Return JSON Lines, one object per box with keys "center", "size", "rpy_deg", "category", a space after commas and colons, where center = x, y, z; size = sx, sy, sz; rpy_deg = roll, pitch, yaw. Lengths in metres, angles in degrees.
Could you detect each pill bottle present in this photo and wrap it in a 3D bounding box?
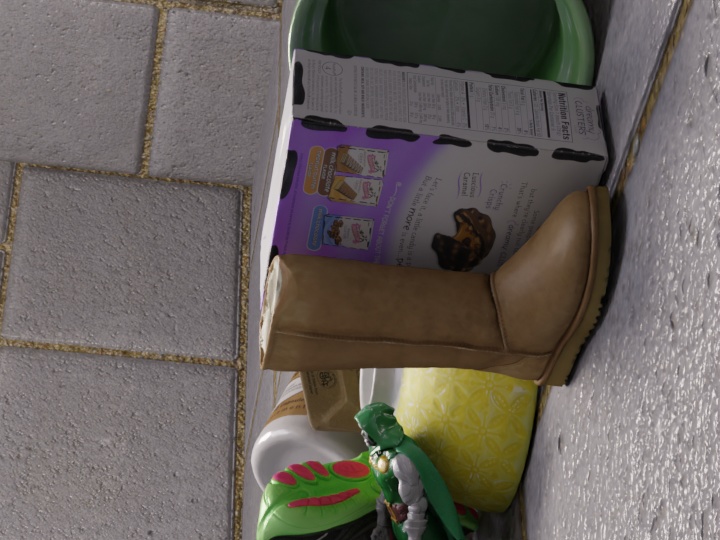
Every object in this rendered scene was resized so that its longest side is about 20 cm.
{"center": [-0.008, 0.115, 1.714], "size": [0.201, 0.113, 0.115], "rpy_deg": [-60, -13, -46], "category": "pill bottle"}

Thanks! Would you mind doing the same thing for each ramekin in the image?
{"center": [0.055, -0.159, 1.309], "size": [0.098, 0.198, 0.202], "rpy_deg": [-81, 1, -58], "category": "ramekin"}

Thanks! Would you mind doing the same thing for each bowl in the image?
{"center": [0.058, 0.071, 1.434], "size": [0.200, 0.106, 0.203], "rpy_deg": [-174, 90, -82], "category": "bowl"}

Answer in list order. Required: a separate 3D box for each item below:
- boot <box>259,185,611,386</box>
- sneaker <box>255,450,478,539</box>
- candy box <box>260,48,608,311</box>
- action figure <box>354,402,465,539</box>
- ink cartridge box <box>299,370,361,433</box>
{"center": [0.044, 0.011, 1.215], "size": [0.176, 0.198, 0.067], "rpy_deg": [103, 169, -45], "category": "boot"}
{"center": [0.001, 0.183, 1.465], "size": [0.077, 0.198, 0.084], "rpy_deg": [55, 129, 40], "category": "sneaker"}
{"center": [0.042, -0.045, 1.268], "size": [0.072, 0.198, 0.169], "rpy_deg": [-91, 10, -45], "category": "candy box"}
{"center": [0.041, 0.184, 1.384], "size": [0.118, 0.054, 0.202], "rpy_deg": [14, 126, 69], "category": "action figure"}
{"center": [0.000, 0.000, 1.545], "size": [0.165, 0.074, 0.202], "rpy_deg": [-65, -28, -49], "category": "ink cartridge box"}
